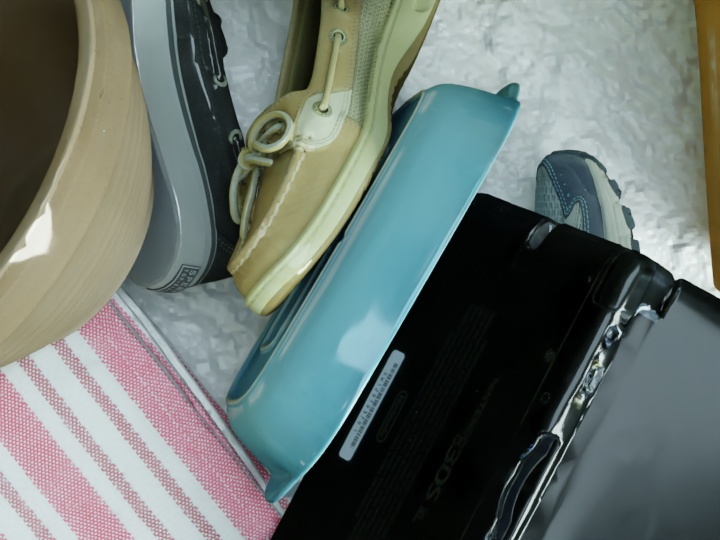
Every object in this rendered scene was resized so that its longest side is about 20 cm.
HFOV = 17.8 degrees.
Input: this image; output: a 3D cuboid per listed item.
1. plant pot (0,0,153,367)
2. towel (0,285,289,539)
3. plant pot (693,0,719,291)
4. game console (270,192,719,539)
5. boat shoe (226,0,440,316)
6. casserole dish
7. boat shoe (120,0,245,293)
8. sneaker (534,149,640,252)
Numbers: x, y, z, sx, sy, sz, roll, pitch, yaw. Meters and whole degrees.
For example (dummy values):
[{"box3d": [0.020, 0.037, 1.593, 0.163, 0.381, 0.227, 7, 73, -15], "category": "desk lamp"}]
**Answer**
[{"box3d": [-0.149, -0.031, 0.916, 0.093, 0.201, 0.201, 33, 75, -42], "category": "plant pot"}, {"box3d": [-0.141, 0.113, 0.955, 0.200, 0.030, 0.146, -38, 92, -12], "category": "towel"}, {"box3d": [0.223, -0.073, 0.969, 0.200, 0.200, 0.184, 6, 97, -9], "category": "plant pot"}, {"box3d": [0.079, 0.094, 0.925, 0.116, 0.176, 0.200, 31, 86, -40], "category": "game console"}, {"box3d": [-0.021, -0.068, 0.948, 0.063, 0.073, 0.201, 29, 55, -10], "category": "boat shoe"}, {"box3d": [0.000, 0.000, 0.943, 0.039, 0.121, 0.200, 32, 80, -7], "category": "casserole dish"}, {"box3d": [-0.085, -0.089, 0.978, 0.057, 0.069, 0.200, -5, 81, -40], "category": "boat shoe"}, {"box3d": [0.071, 0.045, 0.974, 0.086, 0.078, 0.200, 3, 81, -6], "category": "sneaker"}]
